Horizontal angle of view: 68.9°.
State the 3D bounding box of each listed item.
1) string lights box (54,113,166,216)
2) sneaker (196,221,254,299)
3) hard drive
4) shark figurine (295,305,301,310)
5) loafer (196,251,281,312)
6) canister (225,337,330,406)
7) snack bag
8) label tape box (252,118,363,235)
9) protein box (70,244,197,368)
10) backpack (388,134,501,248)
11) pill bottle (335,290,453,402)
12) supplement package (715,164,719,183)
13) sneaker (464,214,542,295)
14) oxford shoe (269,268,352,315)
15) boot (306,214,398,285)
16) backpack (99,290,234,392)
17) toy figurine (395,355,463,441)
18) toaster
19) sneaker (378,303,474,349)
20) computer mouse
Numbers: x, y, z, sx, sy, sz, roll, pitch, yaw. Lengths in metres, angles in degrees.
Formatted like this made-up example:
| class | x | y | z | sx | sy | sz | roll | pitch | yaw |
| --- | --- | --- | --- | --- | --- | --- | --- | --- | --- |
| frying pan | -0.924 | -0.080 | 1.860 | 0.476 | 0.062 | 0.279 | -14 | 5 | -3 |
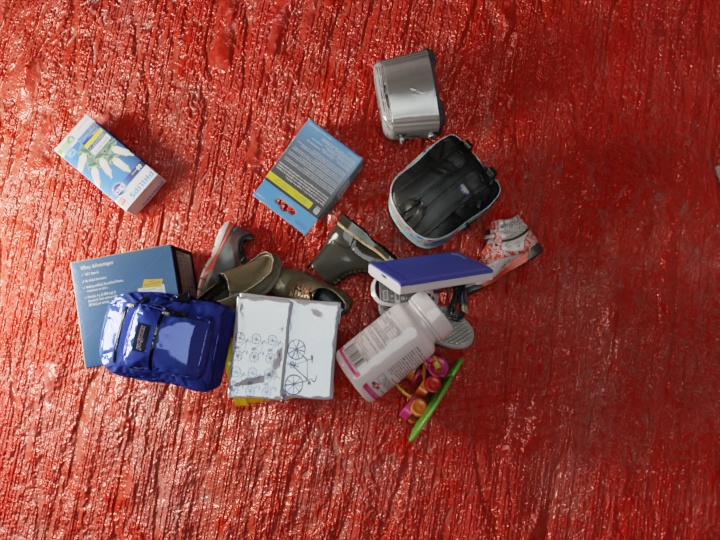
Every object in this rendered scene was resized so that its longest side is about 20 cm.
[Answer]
| class | x | y | z | sx | sy | sz | roll | pitch | yaw |
| --- | --- | --- | --- | --- | --- | --- | --- | --- | --- |
| string lights box | -0.523 | -0.220 | 1.106 | 0.199 | 0.059 | 0.103 | 39 | 85 | 3 |
| sneaker | -0.276 | 0.002 | 1.083 | 0.081 | 0.077 | 0.202 | 19 | 86 | -5 |
| hard drive | 0.132 | 0.001 | 0.998 | 0.198 | 0.132 | 0.026 | -8 | 110 | -23 |
| shark figurine | -0.184 | 0.099 | 1.086 | 0.212 | 0.129 | 0.090 | -7 | 52 | 23 |
| loafer | -0.242 | 0.030 | 1.039 | 0.200 | 0.070 | 0.075 | -44 | 51 | -15 |
| canister | -0.154 | 0.192 | 1.034 | 0.197 | 0.087 | 0.150 | -5 | 128 | -4 |
| snack bag | -0.136 | 0.144 | 0.963 | 0.197 | 0.021 | 0.191 | 6 | 81 | -5 |
| label tape box | -0.108 | -0.190 | 1.104 | 0.144 | 0.063 | 0.201 | 37 | 86 | 2 |
| protein box | -0.434 | 0.070 | 1.043 | 0.196 | 0.135 | 0.203 | -11 | 85 | -2 |
| backpack | 0.155 | -0.147 | 1.058 | 0.199 | 0.151 | 0.178 | -38 | 84 | -11 |
| pill bottle | 0.063 | 0.133 | 0.949 | 0.199 | 0.113 | 0.114 | -38 | 86 | 0 |
| supplement package | 0.852 | -0.149 | 1.078 | 0.118 | 0.121 | 0.203 | -14 | 86 | -2 |
| sneaker | 0.270 | -0.036 | 1.093 | 0.200 | 0.067 | 0.109 | -30 | 85 | -6 |
| oxford shoe | -0.112 | 0.039 | 1.078 | 0.197 | 0.075 | 0.071 | 16 | 87 | 2 |
| boot | 0.000 | 0.000 | 1.095 | 0.200 | 0.077 | 0.139 | 41 | 98 | 5 |
| backpack | -0.335 | 0.110 | 0.894 | 0.197 | 0.168 | 0.165 | 11 | 78 | 1 |
| toy figurine | 0.083 | 0.202 | 1.052 | 0.183 | 0.151 | 0.200 | 34 | 64 | 12 |
| toaster | 0.099 | -0.369 | 1.097 | 0.127 | 0.114 | 0.203 | -9 | 87 | 1 |
| sneaker | 0.131 | 0.110 | 1.066 | 0.198 | 0.080 | 0.079 | 22 | 63 | 12 |
| computer mouse | 0.115 | 0.045 | 1.035 | 0.197 | 0.044 | 0.111 | 4 | 63 | -7 |
